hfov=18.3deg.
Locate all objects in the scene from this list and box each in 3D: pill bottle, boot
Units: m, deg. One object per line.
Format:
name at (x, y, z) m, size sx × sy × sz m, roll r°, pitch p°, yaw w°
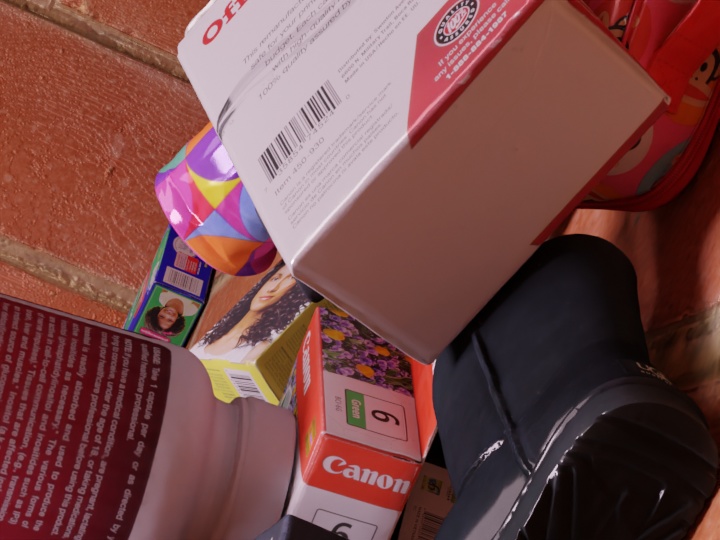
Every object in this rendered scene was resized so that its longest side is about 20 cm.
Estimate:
pill bottle at (-0.134, 0.074, 0.961) m, size 0.113 × 0.198 × 0.114 m, roll -163°, pitch 90°, yaw -77°
boot at (0.053, 0.094, 0.843) m, size 0.201 × 0.076 × 0.168 m, roll -58°, pitch 14°, yaw 14°

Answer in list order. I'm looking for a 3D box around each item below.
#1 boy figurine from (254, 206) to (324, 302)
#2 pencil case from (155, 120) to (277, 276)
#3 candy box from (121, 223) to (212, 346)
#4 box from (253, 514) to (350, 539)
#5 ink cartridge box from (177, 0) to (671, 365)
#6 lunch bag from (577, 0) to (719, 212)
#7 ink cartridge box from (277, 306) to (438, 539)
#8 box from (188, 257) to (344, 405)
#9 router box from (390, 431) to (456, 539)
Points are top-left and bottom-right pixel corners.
boy figurine at (0.052, -0.052, 1.106) m, size 0.199 × 0.125 × 0.065 m, roll -23°, pitch 17°, yaw 17°
pencil case at (-0.021, -0.083, 1.179) m, size 0.200 × 0.088 × 0.089 m, roll -41°, pitch 20°, yaw 28°
candy box at (-0.258, 0.060, 2.881) m, size 0.170 × 0.077 × 0.201 m, roll -82°, pitch 16°, yaw -60°
box at (-0.047, 0.217, 0.905) m, size 0.200 × 0.107 × 0.149 m, roll -41°, pitch 29°, yaw 46°
ink cartridge box at (0.018, -0.081, 0.917) m, size 0.147 × 0.083 × 0.200 m, roll -47°, pitch 33°, yaw 12°
lunch bag at (0.114, -0.127, 0.972) m, size 0.176 × 0.082 × 0.201 m, roll 5°, pitch 71°, yaw 61°
ink cartridge box at (-0.009, 0.076, 0.989) m, size 0.109 × 0.050 × 0.201 m, roll -95°, pitch 24°, yaw -62°
box at (0.000, 0.000, 1.208) m, size 0.200 × 0.050 × 0.075 m, roll -45°, pitch 25°, yaw -27°
router box at (0.030, 0.097, 1.065) m, size 0.149 × 0.051 × 0.201 m, roll 127°, pitch 162°, yaw -58°
